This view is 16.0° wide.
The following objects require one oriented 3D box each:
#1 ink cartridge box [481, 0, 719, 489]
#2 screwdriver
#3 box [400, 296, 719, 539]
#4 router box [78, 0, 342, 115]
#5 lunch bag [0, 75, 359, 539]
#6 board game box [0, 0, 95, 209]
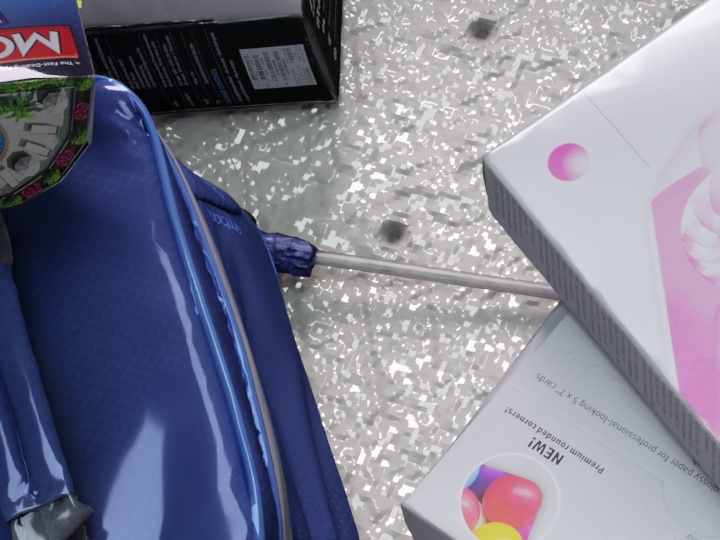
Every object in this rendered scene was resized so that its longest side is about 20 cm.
[{"bbox_3d":[0.171,-0.012,0.767,0.196,0.043,0.200,-35,64,-8],"label":"ink cartridge box"},{"bbox_3d":[0.000,0.000,0.853,0.199,0.028,0.029,12,37,15],"label":"screwdriver"},{"bbox_3d":[0.134,0.042,0.792,0.156,0.041,0.200,32,73,21],"label":"box"},{"bbox_3d":[-0.083,-0.153,0.924,0.149,0.062,0.201,-4,63,11],"label":"router box"},{"bbox_3d":[-0.089,0.053,0.767,0.135,0.132,0.201,-23,66,9],"label":"lunch bag"},{"bbox_3d":[-0.178,-0.047,0.714,0.199,0.062,0.200,-6,39,-10],"label":"board game box"}]
